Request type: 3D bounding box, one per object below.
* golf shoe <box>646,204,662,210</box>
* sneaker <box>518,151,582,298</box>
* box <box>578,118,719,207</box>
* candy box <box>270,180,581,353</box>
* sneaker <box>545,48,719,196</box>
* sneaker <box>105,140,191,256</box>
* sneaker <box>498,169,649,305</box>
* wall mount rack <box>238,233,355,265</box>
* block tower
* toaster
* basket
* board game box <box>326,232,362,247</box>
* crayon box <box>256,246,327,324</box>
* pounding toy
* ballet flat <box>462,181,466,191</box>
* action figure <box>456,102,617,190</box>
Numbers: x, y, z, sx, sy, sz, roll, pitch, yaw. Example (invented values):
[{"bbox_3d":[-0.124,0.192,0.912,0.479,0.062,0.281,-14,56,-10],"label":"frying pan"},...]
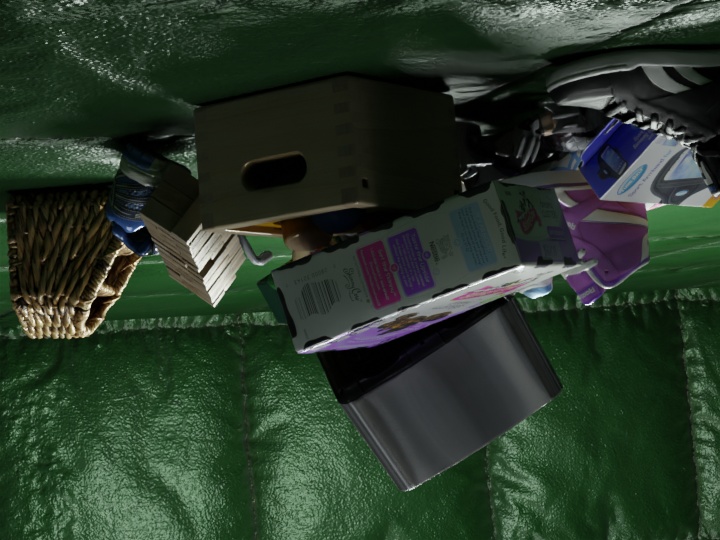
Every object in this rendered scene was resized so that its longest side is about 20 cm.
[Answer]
[{"bbox_3d":[0.277,-0.090,2.026,0.199,0.073,0.092,-5,176,1],"label":"golf shoe"},{"bbox_3d":[0.167,-0.054,1.836,0.072,0.073,0.201,-15,-146,34],"label":"sneaker"},{"bbox_3d":[0.274,-0.109,1.705,0.199,0.042,0.119,-2,140,-49],"label":"box"},{"bbox_3d":[0.055,-0.002,1.593,0.199,0.072,0.168,-22,172,21],"label":"candy box"},{"bbox_3d":[0.246,-0.112,1.548,0.199,0.113,0.073,-4,174,-7],"label":"sneaker"},{"bbox_3d":[-0.189,-0.055,1.798,0.077,0.086,0.200,26,176,13],"label":"sneaker"},{"bbox_3d":[0.165,-0.025,1.722,0.199,0.115,0.073,-7,172,-23],"label":"sneaker"},{"bbox_3d":[-0.026,-0.079,1.835,0.199,0.075,0.174,-17,-159,39],"label":"wall mount rack"},{"bbox_3d":[-0.144,-0.030,1.740,0.058,0.054,0.200,33,167,10],"label":"block tower"},{"bbox_3d":[0.069,0.083,1.769,0.180,0.119,0.200,-33,-165,0],"label":"toaster"},{"bbox_3d":[-0.276,-0.003,2.064,0.148,0.144,0.200,-4,175,-2],"label":"basket"},{"bbox_3d":[-0.007,-0.060,1.910,0.104,0.024,0.200,-31,-167,-12],"label":"board game box"},{"bbox_3d":[0.000,0.000,1.833,0.127,0.051,0.200,-34,-165,-21],"label":"crayon box"},{"bbox_3d":[-0.033,-0.064,1.639,0.199,0.143,0.184,-9,173,34],"label":"pounding toy"},{"bbox_3d":[0.115,-0.086,1.965,0.070,0.071,0.200,-8,174,32],"label":"ballet flat"},{"bbox_3d":[0.155,-0.110,1.742,0.130,0.070,0.199,7,165,-44],"label":"action figure"}]
